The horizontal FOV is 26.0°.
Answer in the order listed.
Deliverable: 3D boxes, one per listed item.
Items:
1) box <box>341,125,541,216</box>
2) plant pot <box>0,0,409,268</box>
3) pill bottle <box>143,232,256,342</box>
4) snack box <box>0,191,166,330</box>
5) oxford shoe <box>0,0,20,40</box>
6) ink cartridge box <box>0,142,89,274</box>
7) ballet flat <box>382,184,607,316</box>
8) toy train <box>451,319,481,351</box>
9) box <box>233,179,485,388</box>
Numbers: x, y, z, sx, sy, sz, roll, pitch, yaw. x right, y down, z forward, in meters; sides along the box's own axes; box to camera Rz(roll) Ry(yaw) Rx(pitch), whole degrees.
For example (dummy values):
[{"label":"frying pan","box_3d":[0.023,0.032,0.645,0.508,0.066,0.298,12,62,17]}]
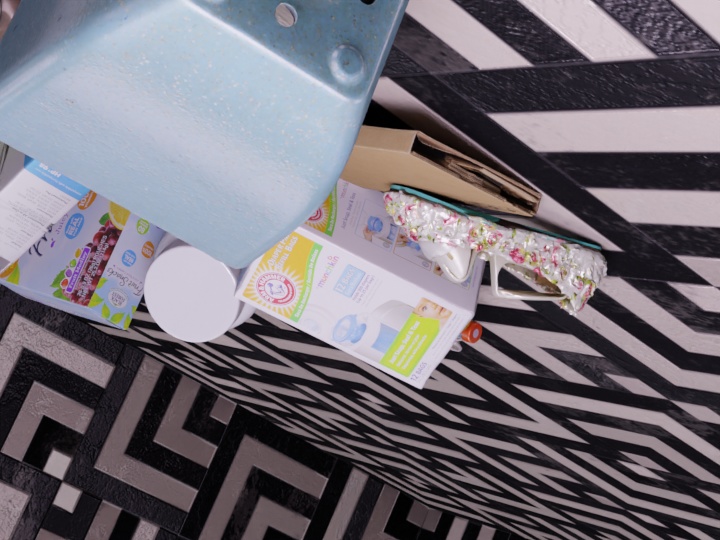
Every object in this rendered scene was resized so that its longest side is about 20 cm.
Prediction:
[{"label":"box","box_3d":[0.021,-0.086,1.243,0.199,0.022,0.163,13,174,44]},{"label":"plant pot","box_3d":[-0.070,-0.142,0.869,0.195,0.198,0.199,29,159,-22]},{"label":"pill bottle","box_3d":[-0.137,-0.010,1.525,0.115,0.117,0.200,23,-158,3]},{"label":"snack box","box_3d":[-0.266,-0.057,1.567,0.167,0.202,0.068,15,165,41]},{"label":"oxford shoe","box_3d":[-0.295,-0.220,1.243,0.198,0.073,0.084,25,165,-3]},{"label":"ink cartridge box","box_3d":[-0.327,-0.092,1.516,0.066,0.117,0.199,30,130,-31]},{"label":"ballet flat","box_3d":[0.107,-0.014,1.278,0.198,0.065,0.076,17,175,-5]},{"label":"toy train","box_3d":[0.040,0.011,1.620,0.199,0.056,0.150,30,169,-8]},{"label":"box","box_3d":[0.000,0.000,1.422,0.198,0.102,0.113,27,129,-8]}]
